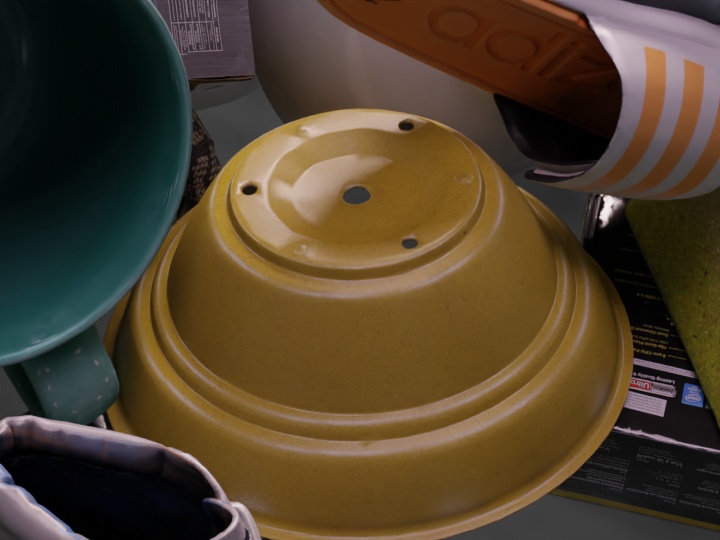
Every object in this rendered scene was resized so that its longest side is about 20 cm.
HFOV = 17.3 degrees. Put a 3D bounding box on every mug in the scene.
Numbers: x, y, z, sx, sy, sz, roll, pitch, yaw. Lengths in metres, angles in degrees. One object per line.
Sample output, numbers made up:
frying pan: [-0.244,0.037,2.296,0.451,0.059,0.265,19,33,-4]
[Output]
mug: [-0.151,-0.041,0.824,0.152,0.185,0.114,4,18,-30]

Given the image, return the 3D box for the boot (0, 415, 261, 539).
boot: [-0.041,0.118,0.735,0.200,0.096,0.074,23,45,16]

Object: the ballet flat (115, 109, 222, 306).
ballet flat: [-0.136,-0.009,0.924,0.200,0.068,0.075,-20,69,-29]

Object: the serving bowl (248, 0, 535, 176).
serving bowl: [0.053,-0.120,0.956,0.200,0.200,0.066,-20,32,-27]

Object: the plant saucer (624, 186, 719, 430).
plant saucer: [0.223,0.016,0.884,0.200,0.048,0.200,-5,45,-13]

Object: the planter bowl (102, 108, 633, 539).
planter bowl: [0.000,0.000,0.860,0.200,0.084,0.201,-2,42,2]

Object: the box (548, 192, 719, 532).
box: [0.176,0.037,0.923,0.200,0.049,0.160,12,45,5]

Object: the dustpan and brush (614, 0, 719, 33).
dustpan and brush: [0.124,-0.078,0.920,0.139,0.200,0.057,12,62,-2]

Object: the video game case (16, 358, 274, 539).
video game case: [-0.090,0.124,0.809,0.182,0.022,0.200,37,51,28]

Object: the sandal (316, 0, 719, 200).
sandal: [0.071,-0.060,0.841,0.206,0.079,0.059,18,59,-15]

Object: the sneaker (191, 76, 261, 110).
sneaker: [-0.017,-0.154,1.055,0.073,0.112,0.200,37,50,27]

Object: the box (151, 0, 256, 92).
box: [-0.119,-0.163,0.934,0.048,0.200,0.158,-8,1,-44]
